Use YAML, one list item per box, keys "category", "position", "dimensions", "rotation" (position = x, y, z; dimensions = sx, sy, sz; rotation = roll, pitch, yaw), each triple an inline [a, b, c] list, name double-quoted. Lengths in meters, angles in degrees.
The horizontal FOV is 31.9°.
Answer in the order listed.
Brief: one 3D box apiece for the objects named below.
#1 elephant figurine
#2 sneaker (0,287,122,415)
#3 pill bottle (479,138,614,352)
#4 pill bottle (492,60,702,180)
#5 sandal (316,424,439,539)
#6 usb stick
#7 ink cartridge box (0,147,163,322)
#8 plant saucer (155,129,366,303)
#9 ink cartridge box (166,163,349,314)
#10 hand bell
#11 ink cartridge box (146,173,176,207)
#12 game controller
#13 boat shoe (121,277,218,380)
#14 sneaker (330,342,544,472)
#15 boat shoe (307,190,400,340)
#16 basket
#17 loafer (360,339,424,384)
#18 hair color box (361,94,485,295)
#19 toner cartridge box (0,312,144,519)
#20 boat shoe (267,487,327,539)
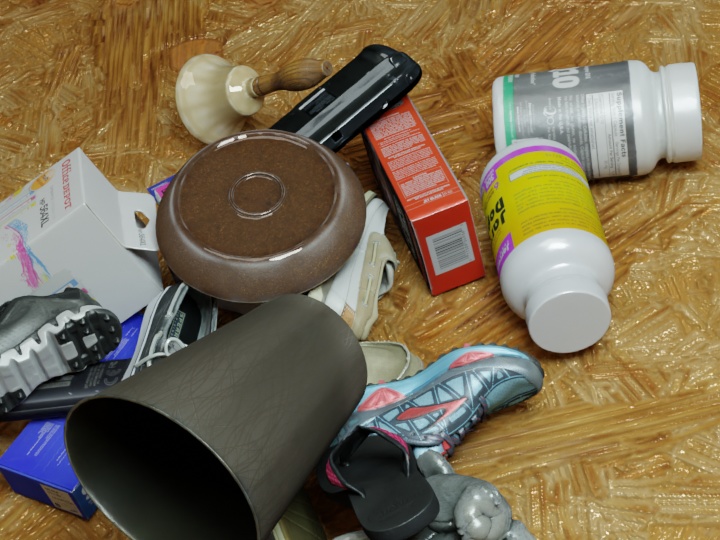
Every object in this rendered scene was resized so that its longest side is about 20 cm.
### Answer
- category: "elephant figurine"
  position: [0.030, 0.240, 0.894]
  dimensions: [0.199, 0.155, 0.142]
  rotation: [-36, 88, -12]
- category: "sneaker"
  position: [-0.315, 0.073, 1.121]
  dimensions: [0.198, 0.067, 0.091]
  rotation: [-26, 38, -16]
- category: "pill bottle"
  position: [0.172, -0.023, 1.148]
  dimensions: [0.103, 0.105, 0.201]
  rotation: [-12, 42, 5]
- category: "pill bottle"
  position: [0.235, -0.147, 1.256]
  dimensions: [0.197, 0.114, 0.114]
  rotation: [-5, 43, 11]
- category: "sandal"
  position: [0.008, 0.145, 0.930]
  dimensions: [0.075, 0.045, 0.200]
  rotation: [-30, 11, -9]
- category: "usb stick"
  position: [-0.292, 0.111, 1.143]
  dimensions: [0.197, 0.033, 0.056]
  rotation: [-8, 35, 12]
- category: "ink cartridge box"
  position: [-0.289, -0.010, 1.216]
  dimensions: [0.199, 0.126, 0.129]
  rotation: [-35, 33, 5]
- category: "plant saucer"
  position: [-0.093, -0.061, 1.159]
  dimensions: [0.197, 0.035, 0.202]
  rotation: [-1, 52, 2]
- category: "ink cartridge box"
  position: [-0.090, -0.051, 1.286]
  dimensions: [0.135, 0.077, 0.201]
  rotation: [13, 48, 28]
- category: "hand bell"
  position: [-0.103, -0.201, 1.377]
  dimensions: [0.199, 0.105, 0.104]
  rotation: [-4, 38, 46]
- category: "ink cartridge box"
  position: [-0.136, -0.061, 1.229]
  dimensions: [0.094, 0.037, 0.200]
  rotation: [-29, 42, -14]
- category: "game controller"
  position: [-0.030, -0.156, 1.273]
  dimensions: [0.199, 0.042, 0.104]
  rotation: [-40, 27, -8]
- category: "boat shoe"
  position: [-0.160, 0.089, 1.101]
  dimensions: [0.068, 0.073, 0.201]
  rotation: [-35, 31, 38]
- category: "sneaker"
  position: [0.065, 0.134, 1.049]
  dimensions: [0.198, 0.080, 0.096]
  rotation: [-22, 47, 8]
- category: "boat shoe"
  position: [0.000, 0.000, 1.212]
  dimensions: [0.068, 0.075, 0.201]
  rotation: [24, 41, 1]
- category: "basket"
  position: [-0.093, 0.110, 0.962]
  dimensions: [0.179, 0.138, 0.200]
  rotation: [20, 35, 24]
- category: "loafer"
  position: [-0.043, 0.094, 1.118]
  dimensions: [0.197, 0.069, 0.076]
  rotation: [-9, 42, 9]
- category: "hair color box"
  position: [0.057, -0.081, 1.250]
  dimensions: [0.061, 0.102, 0.201]
  rotation: [-20, 41, -2]
- category: "toner cartridge box"
  position: [-0.234, 0.127, 1.162]
  dimensions: [0.094, 0.043, 0.201]
  rotation: [13, 50, 28]
- category: "boat shoe"
  position: [-0.085, 0.189, 1.038]
  dimensions: [0.066, 0.072, 0.202]
  rotation: [-39, 48, 11]
